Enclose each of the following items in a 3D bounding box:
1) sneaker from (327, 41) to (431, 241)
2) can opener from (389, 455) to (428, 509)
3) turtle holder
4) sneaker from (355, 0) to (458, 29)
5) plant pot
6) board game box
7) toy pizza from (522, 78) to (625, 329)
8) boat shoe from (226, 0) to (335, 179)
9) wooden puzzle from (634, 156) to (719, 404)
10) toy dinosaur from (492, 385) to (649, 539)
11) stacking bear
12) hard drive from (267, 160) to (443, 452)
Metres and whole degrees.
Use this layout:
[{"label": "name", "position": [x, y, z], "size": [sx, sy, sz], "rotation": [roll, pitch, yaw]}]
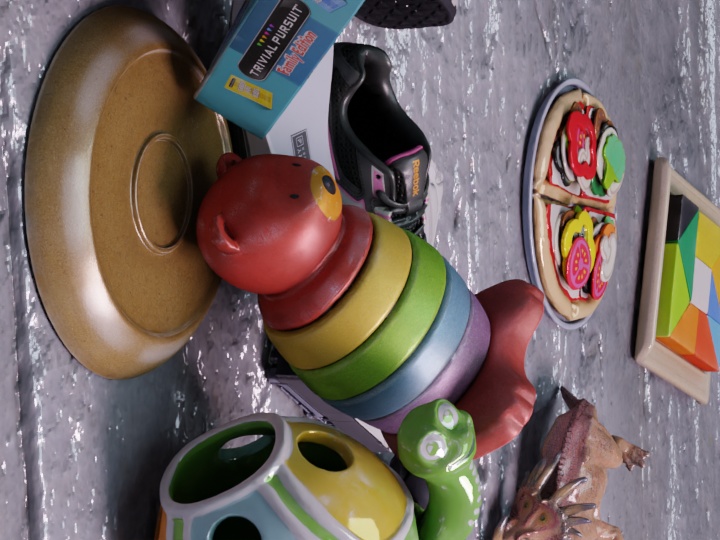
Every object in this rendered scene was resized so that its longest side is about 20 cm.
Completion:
[{"label": "sneaker", "position": [0.007, -0.042, 1.411], "size": [0.080, 0.086, 0.200], "rotation": [-31, 103, -39]}, {"label": "can opener", "position": [0.052, 0.195, 1.626], "size": [0.063, 0.079, 0.200], "rotation": [60, -5, 43]}, {"label": "turtle holder", "position": [-0.028, 0.146, 1.290], "size": [0.132, 0.185, 0.141], "rotation": [58, 41, -28]}, {"label": "sneaker", "position": [0.012, -0.219, 1.488], "size": [0.200, 0.072, 0.083], "rotation": [43, 51, -58]}, {"label": "plant pot", "position": [-0.114, -0.041, 1.275], "size": [0.200, 0.027, 0.200], "rotation": [0, 90, -65]}, {"label": "board game box", "position": [-0.011, -0.175, 1.230], "size": [0.151, 0.047, 0.200], "rotation": [-64, -172, -27]}, {"label": "toy pizza", "position": [0.177, -0.053, 1.899], "size": [0.200, 0.032, 0.200], "rotation": [1, 90, -65]}, {"label": "boat shoe", "position": [-0.054, -0.085, 1.369], "size": [0.069, 0.057, 0.200], "rotation": [-19, 109, -44]}, {"label": "wooden puzzle", "position": [0.297, 0.012, 2.157], "size": [0.200, 0.037, 0.185], "rotation": [34, 60, -61]}, {"label": "toy dinosaur", "position": [0.159, 0.156, 1.817], "size": [0.136, 0.086, 0.200], "rotation": [49, 41, -46]}, {"label": "stacking bear", "position": [-0.006, 0.011, 1.319], "size": [0.200, 0.114, 0.122], "rotation": [41, 37, -28]}, {"label": "hard drive", "position": [0.000, 0.000, 1.513], "size": [0.140, 0.038, 0.200], "rotation": [47, 50, -56]}]
